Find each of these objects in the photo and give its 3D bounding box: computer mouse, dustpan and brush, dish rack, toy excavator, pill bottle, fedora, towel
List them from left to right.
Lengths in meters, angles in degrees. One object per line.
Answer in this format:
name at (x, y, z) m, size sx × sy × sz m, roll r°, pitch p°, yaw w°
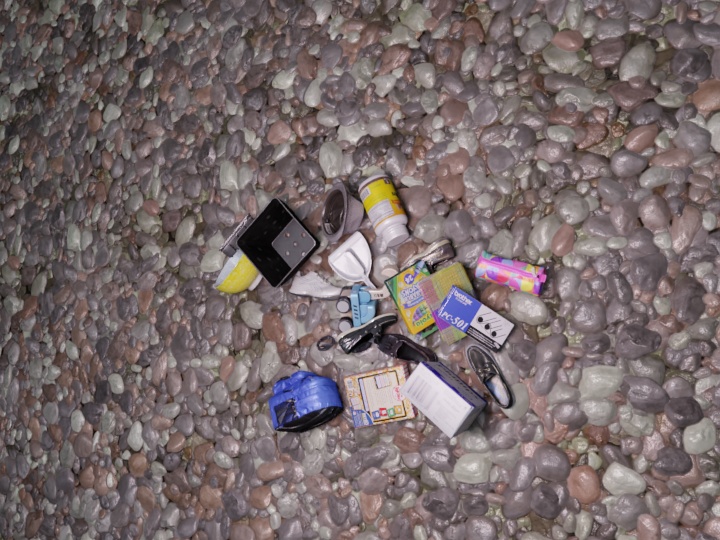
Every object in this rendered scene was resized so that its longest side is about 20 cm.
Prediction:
dish rack at (-0.400, -0.120, 1.922) m, size 0.054 × 0.200 × 0.154 m, roll 40°, pitch 90°, yaw -15°
computer mouse at (-0.052, 0.225, 1.808) m, size 0.195 × 0.034 × 0.060 m, roll -5°, pitch 97°, yaw 29°
fedora at (-0.049, -0.175, 1.796) m, size 0.199 × 0.088 × 0.182 m, roll -35°, pitch 55°, yaw 56°
dustpan and brush at (0.000, 0.000, 1.792) m, size 0.139 × 0.057 × 0.202 m, roll -39°, pitch 89°, yaw 11°
toy excavator at (0.027, 0.082, 1.733) m, size 0.194 × 0.100 × 0.200 m, roll -2°, pitch 111°, yaw 9°
pill bottle at (0.075, -0.181, 1.758) m, size 0.107 × 0.109 × 0.204 m, roll -28°, pitch 73°, yaw 18°
towel at (0.258, 0.089, 1.628) m, size 0.141 × 0.023 × 0.204 m, roll -27°, pitch 95°, yaw -6°

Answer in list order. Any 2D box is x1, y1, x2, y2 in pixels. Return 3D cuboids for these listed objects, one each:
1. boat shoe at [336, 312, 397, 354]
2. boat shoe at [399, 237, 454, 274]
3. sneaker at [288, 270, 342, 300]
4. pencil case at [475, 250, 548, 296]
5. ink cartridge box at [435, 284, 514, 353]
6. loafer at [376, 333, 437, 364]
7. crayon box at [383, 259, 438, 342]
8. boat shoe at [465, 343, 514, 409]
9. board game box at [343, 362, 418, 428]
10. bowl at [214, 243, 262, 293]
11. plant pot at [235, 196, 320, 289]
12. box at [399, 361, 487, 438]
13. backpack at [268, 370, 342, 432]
boat shoe at (0.029, 0.191, 1.715) m, size 0.195 × 0.075 × 0.067 m, roll -19°, pitch 60°, yaw -17°
boat shoe at (0.190, -0.014, 1.704) m, size 0.198 × 0.074 × 0.074 m, roll -37°, pitch 70°, yaw 16°
sneaker at (-0.139, 0.047, 1.846) m, size 0.195 × 0.074 × 0.090 m, roll 8°, pitch 81°, yaw 24°
pencil case at (0.415, 0.006, 1.596) m, size 0.195 × 0.088 × 0.091 m, roll 16°, pitch 89°, yaw 26°
ink cartridge box at (0.314, 0.134, 1.595) m, size 0.197 × 0.044 × 0.095 m, roll 32°, pitch 96°, yaw -6°
loafer at (0.129, 0.233, 1.703) m, size 0.196 × 0.063 × 0.074 m, roll 17°, pitch 91°, yaw 25°
crayon box at (0.167, 0.090, 1.652) m, size 0.124 × 0.052 × 0.204 m, roll -29°, pitch 96°, yaw -6°
boat shoe at (0.357, 0.289, 1.598) m, size 0.068 × 0.056 × 0.202 m, roll -39°, pitch 70°, yaw 14°
board game box at (0.059, 0.371, 1.715) m, size 0.195 × 0.046 × 0.156 m, roll -15°, pitch 86°, yaw 22°
bowl at (-0.384, 0.003, 1.927) m, size 0.107 × 0.201 × 0.201 m, roll 37°, pitch 101°, yaw -19°
plant pot at (-0.240, -0.086, 1.838) m, size 0.200 × 0.177 × 0.200 m, roll -45°, pitch 81°, yaw 11°
box at (0.228, 0.343, 1.570) m, size 0.183 × 0.199 × 0.106 m, roll 39°, pitch 97°, yaw 23°
backpack at (-0.164, 0.390, 1.761) m, size 0.196 × 0.162 × 0.172 m, roll -24°, pitch 71°, yaw 20°
